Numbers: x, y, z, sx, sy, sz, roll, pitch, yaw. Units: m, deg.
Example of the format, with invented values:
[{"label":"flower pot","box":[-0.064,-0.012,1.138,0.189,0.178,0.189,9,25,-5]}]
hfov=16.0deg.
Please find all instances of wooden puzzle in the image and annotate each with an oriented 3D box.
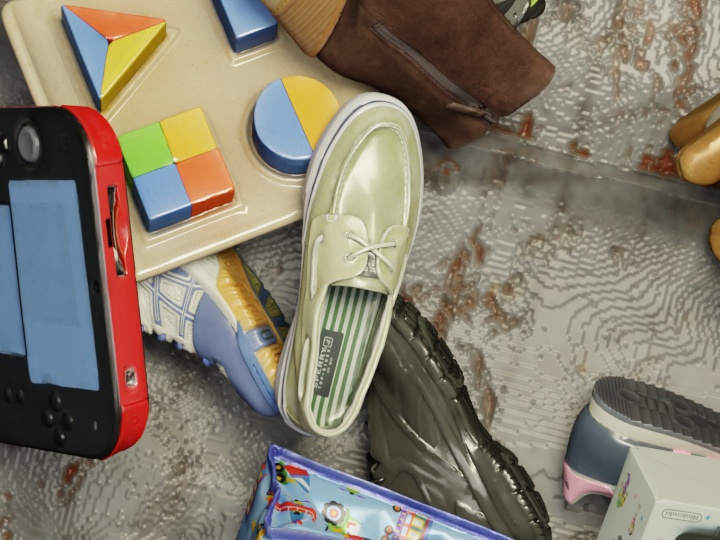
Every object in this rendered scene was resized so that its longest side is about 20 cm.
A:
[{"label":"wooden puzzle","box":[-0.088,-0.109,1.493,0.199,0.046,0.186,-20,77,-15]}]

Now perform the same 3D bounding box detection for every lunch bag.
[{"label":"lunch bag","box":[0.017,0.211,1.498,0.198,0.094,0.151,16,115,-8]}]

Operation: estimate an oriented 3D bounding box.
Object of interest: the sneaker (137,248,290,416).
[{"label":"sneaker","box":[-0.112,0.015,1.528,0.088,0.075,0.201,-37,80,9]}]

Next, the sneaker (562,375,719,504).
[{"label":"sneaker","box":[0.215,0.136,1.526,0.199,0.070,0.082,25,114,-1]}]

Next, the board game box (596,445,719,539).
[{"label":"board game box","box":[0.195,0.210,1.464,0.146,0.064,0.201,10,115,-16]}]

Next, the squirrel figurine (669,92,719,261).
[{"label":"squirrel figurine","box":[0.298,-0.043,1.484,0.199,0.142,0.187,-33,95,3]}]

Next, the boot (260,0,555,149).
[{"label":"boot","box":[0.049,-0.164,1.429,0.166,0.200,0.073,35,47,-18]}]

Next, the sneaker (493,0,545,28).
[{"label":"sneaker","box":[0.077,-0.186,1.487,0.082,0.071,0.200,21,128,-3]}]

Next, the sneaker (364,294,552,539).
[{"label":"sneaker","box":[0.032,0.099,1.521,0.090,0.076,0.201,-31,85,11]}]

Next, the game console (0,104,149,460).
[{"label":"game console","box":[-0.190,0.005,1.478,0.031,0.176,0.202,-11,99,-42]}]

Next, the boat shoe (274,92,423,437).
[{"label":"boat shoe","box":[0.000,0.000,1.455,0.071,0.062,0.202,9,96,-19]}]
